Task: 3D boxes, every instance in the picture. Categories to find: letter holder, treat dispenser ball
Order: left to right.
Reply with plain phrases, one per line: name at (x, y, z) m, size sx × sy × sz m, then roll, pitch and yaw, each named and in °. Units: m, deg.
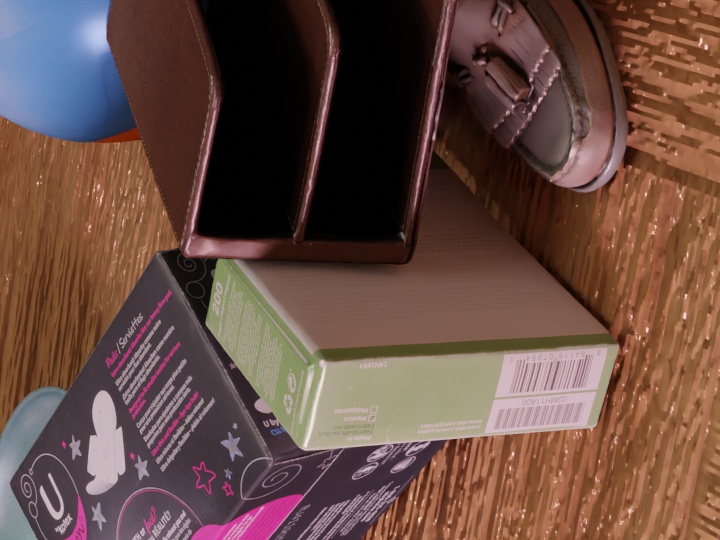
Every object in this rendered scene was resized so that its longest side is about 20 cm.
treat dispenser ball at (-0.131, -0.165, 1.197) m, size 0.200 × 0.200 × 0.203 m, roll -8°, pitch 81°, yaw 58°
letter holder at (-0.037, -0.115, 1.012) m, size 0.200 × 0.100 × 0.143 m, roll -115°, pitch 32°, yaw -55°

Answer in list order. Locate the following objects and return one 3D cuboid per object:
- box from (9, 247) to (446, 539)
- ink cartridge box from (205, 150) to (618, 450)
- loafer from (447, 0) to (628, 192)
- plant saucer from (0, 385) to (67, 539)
box at (-0.057, 0.078, 1.104) m, size 0.115 × 0.132 × 0.200 m, roll 59°, pitch 139°, yaw 20°
ink cartridge box at (0.000, 0.000, 1.023) m, size 0.200 × 0.145 × 0.048 m, roll 48°, pitch 133°, yaw 49°
loafer at (0.051, -0.115, 1.028) m, size 0.072 × 0.062 × 0.201 m, roll -55°, pitch 44°, yaw 39°
plant saucer at (-0.169, 0.169, 1.388) m, size 0.200 × 0.036 × 0.202 m, roll -6°, pitch 83°, yaw 58°
